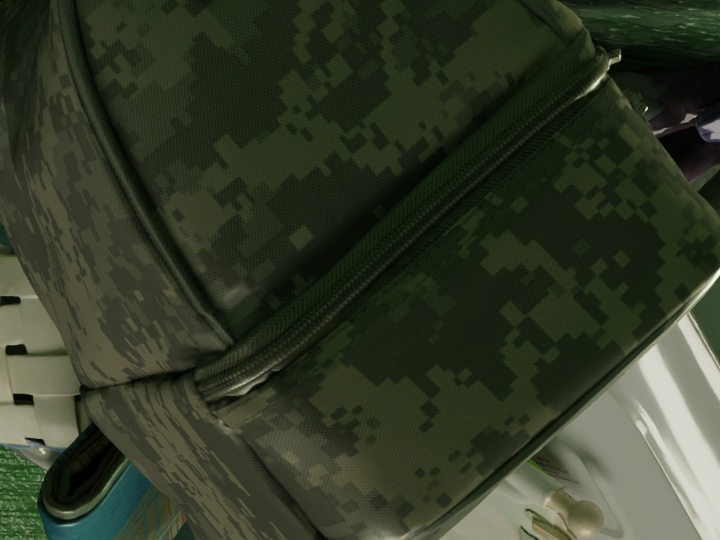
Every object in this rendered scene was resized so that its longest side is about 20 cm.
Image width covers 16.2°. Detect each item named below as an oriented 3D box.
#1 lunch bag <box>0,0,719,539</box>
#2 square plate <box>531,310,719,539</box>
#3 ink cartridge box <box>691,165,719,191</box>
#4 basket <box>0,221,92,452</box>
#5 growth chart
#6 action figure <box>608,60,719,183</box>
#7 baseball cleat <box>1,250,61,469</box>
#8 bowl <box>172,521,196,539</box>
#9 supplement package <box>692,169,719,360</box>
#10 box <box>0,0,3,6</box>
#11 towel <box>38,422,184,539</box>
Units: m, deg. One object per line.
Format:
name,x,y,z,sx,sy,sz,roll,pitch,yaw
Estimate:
lunch bag,-0.022,-0.026,0.649,0.168,0.139,0.200,49,166,-8
square plate,0.080,0.067,0.935,0.199,0.028,0.199,16,144,51
ink cartridge box,0.111,-0.024,1.165,0.199,0.041,0.199,0,174,25
basket,-0.148,-0.007,1.051,0.175,0.140,0.200,2,-151,13
growth chart,0.032,0.091,1.000,0.145,0.018,0.200,41,161,19
action figure,0.073,-0.039,0.778,0.199,0.070,0.130,-13,150,20
baseball cleat,-0.156,0.030,1.176,0.070,0.200,0.107,-38,151,-3
bowl,-0.044,0.114,1.166,0.199,0.202,0.105,3,136,-3
supplement package,0.152,0.038,0.962,0.121,0.120,0.200,38,158,2
box,-0.187,-0.075,0.760,0.117,0.049,0.200,1,172,15
towel,-0.073,0.063,0.997,0.022,0.147,0.200,34,162,9
